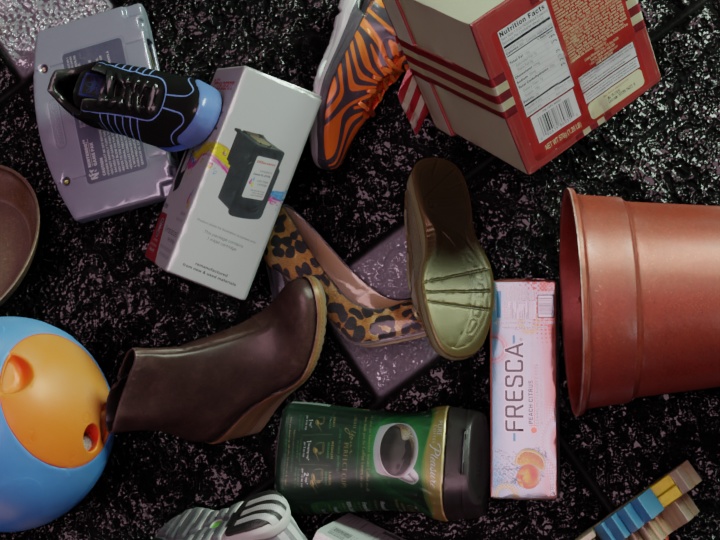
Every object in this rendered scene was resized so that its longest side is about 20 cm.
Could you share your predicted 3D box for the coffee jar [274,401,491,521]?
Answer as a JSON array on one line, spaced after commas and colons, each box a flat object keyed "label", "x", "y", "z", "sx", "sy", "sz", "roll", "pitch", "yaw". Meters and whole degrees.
[{"label": "coffee jar", "x": 0.023, "y": 0.179, "z": 1.396, "sx": 0.198, "sy": 0.085, "sz": 0.105, "roll": 1, "pitch": 68, "yaw": 12}]

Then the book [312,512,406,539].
[{"label": "book", "x": 0.056, "y": 0.287, "z": 1.360, "sx": 0.199, "sy": 0.134, "sz": 0.048, "roll": 28, "pitch": 92, "yaw": 12}]

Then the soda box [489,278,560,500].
[{"label": "soda box", "x": 0.153, "y": 0.110, "z": 1.386, "sx": 0.063, "sy": 0.068, "sz": 0.202, "roll": 0, "pitch": 85, "yaw": 10}]

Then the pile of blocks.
[{"label": "pile of blocks", "x": 0.234, "y": 0.256, "z": 1.353, "sx": 0.199, "sy": 0.082, "sz": 0.062, "roll": -37, "pitch": 80, "yaw": 6}]

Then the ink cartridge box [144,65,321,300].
[{"label": "ink cartridge box", "x": -0.123, "y": -0.087, "z": 1.409, "sx": 0.082, "sy": 0.146, "sz": 0.202, "roll": 21, "pitch": 90, "yaw": -17}]

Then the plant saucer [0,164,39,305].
[{"label": "plant saucer", "x": -0.401, "y": -0.015, "z": 1.492, "sx": 0.198, "sy": 0.037, "sz": 0.202, "roll": -11, "pitch": 56, "yaw": 17}]

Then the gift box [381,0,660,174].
[{"label": "gift box", "x": 0.133, "y": -0.201, "z": 1.330, "sx": 0.184, "sy": 0.187, "sz": 0.201, "roll": -31, "pitch": 125, "yaw": -15}]

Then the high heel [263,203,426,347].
[{"label": "high heel", "x": 0.000, "y": 0.000, "z": 1.421, "sx": 0.198, "sy": 0.071, "sz": 0.144, "roll": -6, "pitch": 91, "yaw": 20}]

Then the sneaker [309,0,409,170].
[{"label": "sneaker", "x": 0.021, "y": -0.187, "z": 1.430, "sx": 0.111, "sy": 0.078, "sz": 0.202, "roll": 14, "pitch": 89, "yaw": 13}]

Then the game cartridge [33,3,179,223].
[{"label": "game cartridge", "x": -0.260, "y": -0.156, "z": 1.506, "sx": 0.132, "sy": 0.041, "sz": 0.202, "roll": -13, "pitch": 83, "yaw": 6}]

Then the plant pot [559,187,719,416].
[{"label": "plant pot", "x": 0.281, "y": 0.025, "z": 1.315, "sx": 0.193, "sy": 0.201, "sz": 0.203, "roll": -2, "pitch": 85, "yaw": 3}]

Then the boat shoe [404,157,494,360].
[{"label": "boat shoe", "x": 0.074, "y": -0.005, "z": 1.385, "sx": 0.072, "sy": 0.063, "sz": 0.203, "roll": -2, "pitch": 63, "yaw": -19}]

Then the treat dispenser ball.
[{"label": "treat dispenser ball", "x": -0.333, "y": 0.145, "z": 1.413, "sx": 0.199, "sy": 0.201, "sz": 0.203, "roll": -1, "pitch": 86, "yaw": 11}]

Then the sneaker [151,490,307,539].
[{"label": "sneaker", "x": -0.117, "y": 0.282, "z": 1.412, "sx": 0.199, "sy": 0.075, "sz": 0.116, "roll": -20, "pitch": 114, "yaw": 44}]

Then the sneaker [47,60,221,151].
[{"label": "sneaker", "x": -0.216, "y": -0.157, "z": 1.394, "sx": 0.199, "sy": 0.078, "sz": 0.071, "roll": 8, "pitch": 81, "yaw": 45}]

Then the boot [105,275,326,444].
[{"label": "boot", "x": -0.132, "y": 0.083, "z": 1.375, "sx": 0.201, "sy": 0.165, "sz": 0.073, "roll": -61, "pitch": 41, "yaw": 29}]
